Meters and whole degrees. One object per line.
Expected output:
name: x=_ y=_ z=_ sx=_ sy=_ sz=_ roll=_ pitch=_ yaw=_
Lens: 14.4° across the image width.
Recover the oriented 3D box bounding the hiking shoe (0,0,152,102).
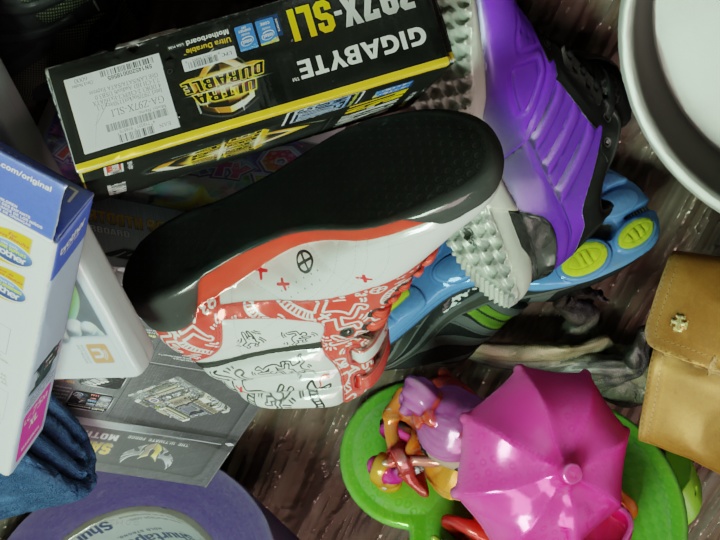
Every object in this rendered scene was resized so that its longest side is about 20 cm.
hiking shoe: x=-0.134 y=-0.140 z=1.211 sx=0.100 sy=0.076 sz=0.200 roll=-2 pitch=151 yaw=-24

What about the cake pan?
cake pan: x=0.217 y=-0.110 z=1.293 sx=0.199 sy=0.037 sz=0.202 roll=4 pitch=113 yaw=9

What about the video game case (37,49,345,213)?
video game case: x=-0.103 y=-0.027 z=1.393 sx=0.142 sy=0.018 sz=0.200 roll=7 pitch=137 yaw=-23

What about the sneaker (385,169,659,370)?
sneaker: x=0.055 y=0.001 z=1.447 sx=0.198 sy=0.071 sz=0.083 roll=-23 pitch=164 yaw=8

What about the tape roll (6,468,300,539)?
tape roll: x=-0.112 y=0.206 z=1.533 sx=0.199 sy=0.201 sz=0.085 roll=-24 pitch=141 yaw=14

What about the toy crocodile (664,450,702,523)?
toy crocodile: x=0.106 y=0.156 z=1.656 sx=0.199 sy=0.062 sz=0.067 roll=-24 pitch=141 yaw=21

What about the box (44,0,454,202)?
box: x=-0.050 y=-0.077 z=1.212 sx=0.159 sy=0.050 sz=0.200 roll=-19 pitch=179 yaw=-5

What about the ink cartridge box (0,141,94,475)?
ink cartridge box: x=-0.180 y=-0.007 z=1.213 sx=0.119 sy=0.042 sz=0.201 roll=28 pitch=142 yaw=8

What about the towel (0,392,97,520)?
towel: x=-0.235 y=0.101 z=1.385 sx=0.199 sy=0.049 sz=0.112 roll=-13 pitch=151 yaw=16

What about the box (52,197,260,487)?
box: x=-0.137 y=0.032 z=1.400 sx=0.199 sy=0.049 sz=0.159 roll=10 pitch=138 yaw=-24

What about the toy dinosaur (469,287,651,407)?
toy dinosaur: x=0.125 y=0.038 z=1.521 sx=0.199 sy=0.048 sz=0.088 roll=14 pitch=141 yaw=-26

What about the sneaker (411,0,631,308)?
sneaker: x=0.077 y=-0.086 z=1.340 sx=0.099 sy=0.070 sz=0.201 roll=-30 pitch=132 yaw=-19

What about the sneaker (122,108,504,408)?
sneaker: x=0.000 y=-0.001 z=1.299 sx=0.200 sy=0.068 sz=0.108 roll=-22 pitch=134 yaw=26

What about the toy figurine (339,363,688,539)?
toy figurine: x=0.070 y=0.095 z=1.442 sx=0.151 sy=0.199 sz=0.184 roll=-56 pitch=163 yaw=-15

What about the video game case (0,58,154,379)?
video game case: x=-0.207 y=-0.027 z=1.260 sx=0.181 sy=0.023 sz=0.201 roll=-3 pitch=130 yaw=28

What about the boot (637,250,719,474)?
boot: x=0.217 y=0.011 z=1.365 sx=0.071 sy=0.143 sz=0.203 roll=-6 pitch=116 yaw=-70
